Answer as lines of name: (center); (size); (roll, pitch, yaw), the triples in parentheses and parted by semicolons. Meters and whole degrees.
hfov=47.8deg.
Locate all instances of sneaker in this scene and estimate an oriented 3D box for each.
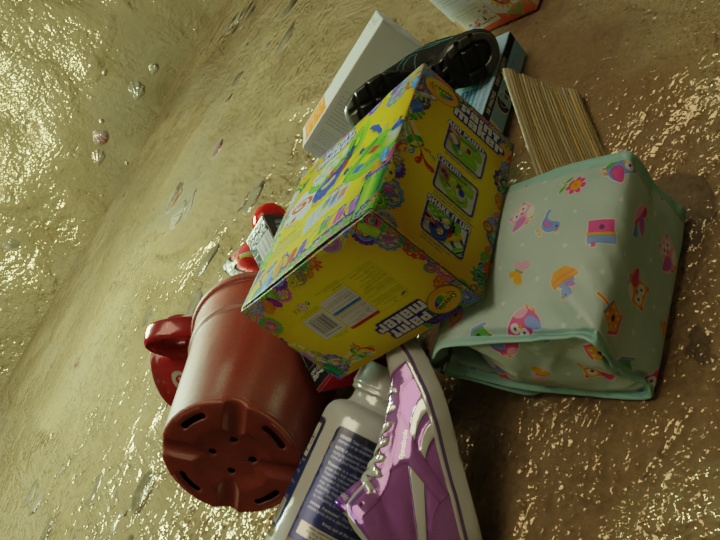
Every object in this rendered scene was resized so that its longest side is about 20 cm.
sneaker: (-0.147, -0.011, 1.183); (0.085, 0.077, 0.200); (-55, 26, -4)
sneaker: (0.026, 0.155, 0.696); (0.073, 0.112, 0.203); (84, 173, -65)
sneaker: (0.071, -0.225, 0.978); (0.198, 0.076, 0.079); (-25, 23, 1)

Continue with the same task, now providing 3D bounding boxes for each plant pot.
plant pot: (-0.116, 0.139, 0.887); (0.201, 0.200, 0.196); (-43, 17, 27)

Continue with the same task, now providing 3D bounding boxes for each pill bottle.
pill bottle: (-0.003, 0.195, 0.780); (0.111, 0.110, 0.202); (7, 69, 61)

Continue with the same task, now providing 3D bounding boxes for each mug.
mug: (-0.168, 0.110, 1.053); (0.197, 0.177, 0.136); (-13, 91, 27)

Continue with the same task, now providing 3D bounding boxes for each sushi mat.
sushi mat: (0.196, -0.133, 0.792); (0.202, 0.094, 0.012); (-93, 20, -47)

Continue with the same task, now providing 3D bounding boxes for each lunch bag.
lunch bag: (0.154, 0.012, 0.689); (0.199, 0.121, 0.173); (-9, 55, 49)

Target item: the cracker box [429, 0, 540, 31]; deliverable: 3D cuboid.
cracker box: (0.128, -0.401, 1.054); (0.133, 0.199, 0.058); (-4, 59, 57)

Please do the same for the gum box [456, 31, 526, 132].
gum box: (0.101, -0.195, 1.029); (0.198, 0.044, 0.172); (-12, 49, 45)

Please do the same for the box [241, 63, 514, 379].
box: (0.017, -0.040, 0.737); (0.199, 0.121, 0.194); (-34, 27, 45)

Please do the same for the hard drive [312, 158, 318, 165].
hard drive: (-0.030, -0.130, 1.193); (0.133, 0.027, 0.200); (-53, 28, 11)

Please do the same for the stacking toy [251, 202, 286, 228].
stacking toy: (-0.091, -0.033, 1.117); (0.086, 0.085, 0.200); (-56, 44, 5)

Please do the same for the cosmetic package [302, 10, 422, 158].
cosmetic package: (-0.001, -0.247, 1.120); (0.201, 0.071, 0.102); (-55, 16, 17)

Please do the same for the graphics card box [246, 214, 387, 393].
graphics card box: (-0.030, 0.028, 0.886); (0.051, 0.124, 0.202); (-52, 55, 37)
